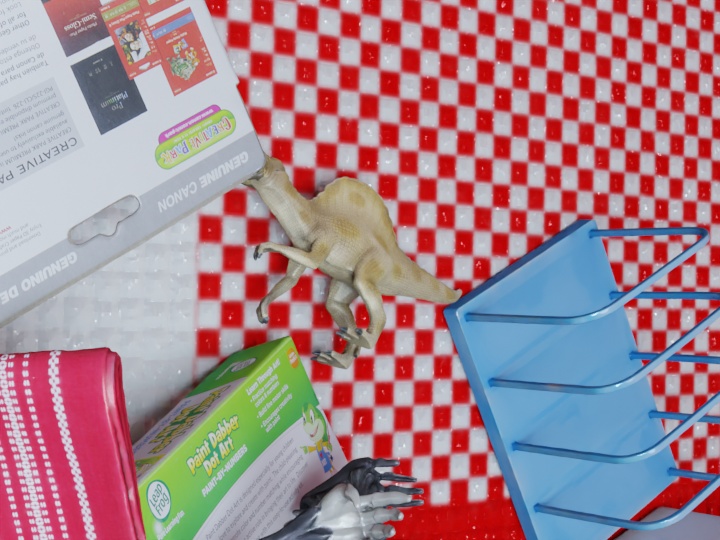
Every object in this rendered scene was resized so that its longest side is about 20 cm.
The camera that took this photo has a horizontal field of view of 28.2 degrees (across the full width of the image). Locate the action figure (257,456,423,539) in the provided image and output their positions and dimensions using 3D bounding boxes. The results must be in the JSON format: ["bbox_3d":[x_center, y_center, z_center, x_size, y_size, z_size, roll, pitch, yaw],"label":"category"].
[{"bbox_3d":[-0.006,0.152,0.644,0.119,0.102,0.200,68,21,-10],"label":"action figure"}]

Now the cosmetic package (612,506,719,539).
[{"bbox_3d":[0.211,0.274,0.912,0.200,0.166,0.168,-25,105,-36],"label":"cosmetic package"}]

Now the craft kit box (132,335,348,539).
[{"bbox_3d":[-0.048,0.159,0.720,0.198,0.048,0.200,69,24,-11],"label":"craft kit box"}]

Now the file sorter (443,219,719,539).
[{"bbox_3d":[0.170,0.084,0.908,0.139,0.123,0.200,-31,108,-34],"label":"file sorter"}]

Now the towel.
[{"bbox_3d":[-0.186,0.109,0.606,0.200,0.022,0.145,-6,103,7],"label":"towel"}]

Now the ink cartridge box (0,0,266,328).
[{"bbox_3d":[-0.167,-0.083,0.671,0.200,0.084,0.176,-33,109,-32],"label":"ink cartridge box"}]

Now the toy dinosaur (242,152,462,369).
[{"bbox_3d":[0.000,0.000,0.811,0.200,0.058,0.101,31,60,-33],"label":"toy dinosaur"}]
